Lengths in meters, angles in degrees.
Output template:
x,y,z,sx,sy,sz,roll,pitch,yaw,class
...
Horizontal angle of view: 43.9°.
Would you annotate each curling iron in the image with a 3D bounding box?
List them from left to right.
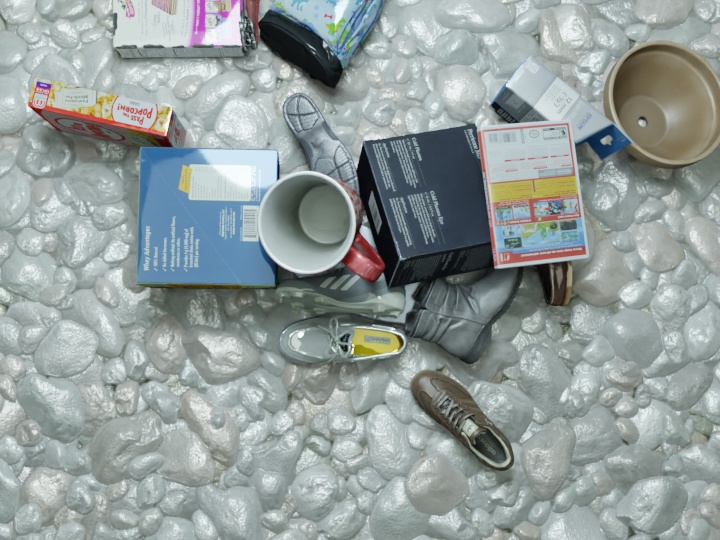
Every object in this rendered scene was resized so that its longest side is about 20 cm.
x,y,z,sx,sy,sz,roll,pitch,yaw,class
-0.166,-0.419,1.373,0.025,0.050,0.201,-3,59,4,curling iron

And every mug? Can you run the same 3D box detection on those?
x,y,z,sx,sy,sz,roll,pitch,yaw,class
-0.052,-0.054,1.266,0.133,0.200,0.179,-22,95,8,mug

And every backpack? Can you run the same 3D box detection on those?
x,y,z,sx,sy,sz,roll,pitch,yaw,class
-0.042,-0.414,1.372,0.163,0.154,0.200,38,72,14,backpack

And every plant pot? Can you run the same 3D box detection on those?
x,y,z,sx,sy,sz,roll,pitch,yaw,class
0.461,-0.248,1.400,0.199,0.093,0.203,2,79,-11,plant pot

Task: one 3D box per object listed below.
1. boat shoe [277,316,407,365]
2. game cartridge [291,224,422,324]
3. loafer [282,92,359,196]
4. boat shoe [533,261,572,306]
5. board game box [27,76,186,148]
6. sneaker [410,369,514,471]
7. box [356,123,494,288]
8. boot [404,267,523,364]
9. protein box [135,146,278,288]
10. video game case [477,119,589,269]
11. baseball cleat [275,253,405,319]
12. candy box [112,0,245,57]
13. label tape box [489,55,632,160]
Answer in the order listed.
x,y,z,sx,sy,sz,roll,pitch,yaw,class
-0.026,0.110,1.358,0.200,0.086,0.075,4,86,-4,boat shoe
0.000,0.000,1.393,0.199,0.040,0.134,25,82,-2,game cartridge
-0.055,-0.181,1.387,0.071,0.063,0.201,-27,90,6,loafer
0.287,-0.043,1.396,0.070,0.070,0.202,-1,78,-11,boat shoe
-0.369,-0.225,1.325,0.198,0.152,0.047,12,86,-2,board game box
0.162,0.226,1.368,0.200,0.076,0.071,42,85,-1,sneaker
0.107,-0.097,1.329,0.181,0.104,0.201,-11,67,-13,box
0.159,0.033,1.368,0.131,0.070,0.201,28,84,-16,boot
-0.221,-0.073,1.332,0.198,0.135,0.200,1,87,-4,protein box
0.245,-0.109,1.269,0.142,0.017,0.202,-6,87,-14,video game case
-0.028,0.017,1.338,0.198,0.070,0.107,11,66,-17,baseball cleat
-0.280,-0.404,1.386,0.198,0.061,0.138,-1,87,-4,candy box
0.301,-0.227,1.369,0.200,0.143,0.066,41,87,0,label tape box
